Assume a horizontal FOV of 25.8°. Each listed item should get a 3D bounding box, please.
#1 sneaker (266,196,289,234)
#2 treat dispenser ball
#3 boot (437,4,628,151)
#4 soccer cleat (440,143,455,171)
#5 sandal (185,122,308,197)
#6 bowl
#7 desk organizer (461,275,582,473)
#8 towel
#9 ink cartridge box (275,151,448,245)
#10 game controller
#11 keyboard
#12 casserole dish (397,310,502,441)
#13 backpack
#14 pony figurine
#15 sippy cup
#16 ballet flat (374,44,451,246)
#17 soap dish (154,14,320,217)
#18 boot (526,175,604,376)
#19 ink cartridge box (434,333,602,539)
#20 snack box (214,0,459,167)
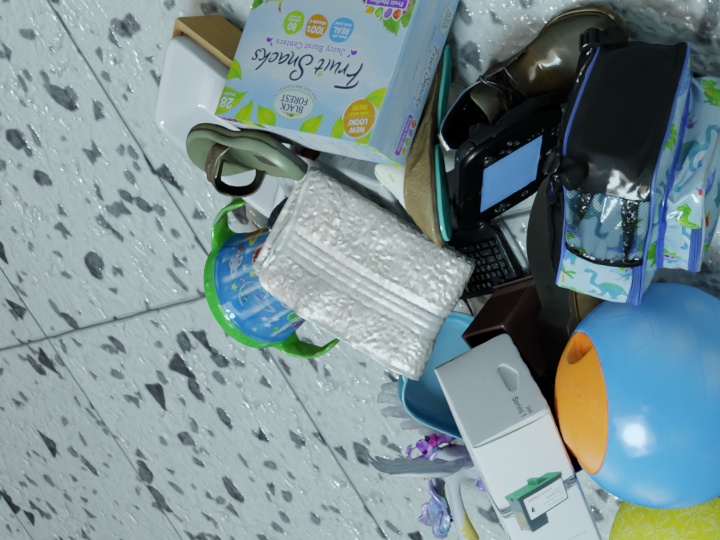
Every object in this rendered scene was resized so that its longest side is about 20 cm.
[{"bbox_3d":[-0.008,-0.003,1.585,0.199,0.078,0.087,30,162,18],"label":"sneaker"},{"bbox_3d":[0.275,0.113,1.423,0.200,0.201,0.202,27,139,26],"label":"treat dispenser ball"},{"bbox_3d":[0.150,-0.161,1.388,0.075,0.097,0.200,51,144,-5],"label":"boot"},{"bbox_3d":[0.015,-0.160,1.549,0.199,0.069,0.078,34,159,24],"label":"soccer cleat"},{"bbox_3d":[-0.123,-0.103,1.547,0.079,0.058,0.200,28,172,-27],"label":"sandal"},{"bbox_3d":[0.332,0.330,1.643,0.199,0.108,0.202,27,139,27],"label":"bowl"},{"bbox_3d":[0.196,0.109,1.589,0.201,0.077,0.071,52,144,-15],"label":"desk organizer"},{"bbox_3d":[0.000,0.000,1.511,0.199,0.034,0.134,30,102,13],"label":"towel"},{"bbox_3d":[0.001,-0.062,1.611,0.173,0.044,0.201,23,156,36],"label":"ink cartridge box"},{"bbox_3d":[0.131,-0.093,1.422,0.200,0.103,0.042,81,166,-72],"label":"game controller"},{"bbox_3d":[0.101,0.022,1.673,0.199,0.021,0.128,-13,112,51],"label":"keyboard"},{"bbox_3d":[0.117,0.113,1.625,0.199,0.122,0.039,23,179,-28],"label":"casserole dish"},{"bbox_3d":[0.231,-0.072,1.319,0.145,0.184,0.201,13,145,10],"label":"backpack"},{"bbox_3d":[0.109,0.209,1.752,0.191,0.167,0.202,-1,125,7],"label":"pony figurine"},{"bbox_3d":[-0.086,0.005,1.769,0.177,0.141,0.130,31,143,-32],"label":"sippy cup"},{"bbox_3d":[0.049,-0.119,1.469,0.071,0.203,0.068,-2,168,11],"label":"ballet flat"},{"bbox_3d":[-0.122,-0.166,1.679,0.199,0.081,0.158,38,143,13],"label":"soap dish"},{"bbox_3d":[0.209,-0.001,1.511,0.073,0.075,0.202,26,128,57],"label":"boot"},{"bbox_3d":[0.154,0.184,1.510,0.146,0.084,0.201,-115,0,-60],"label":"ink cartridge box"},{"bbox_3d":[-0.024,-0.198,1.474,0.199,0.170,0.067,15,173,40],"label":"snack box"}]
